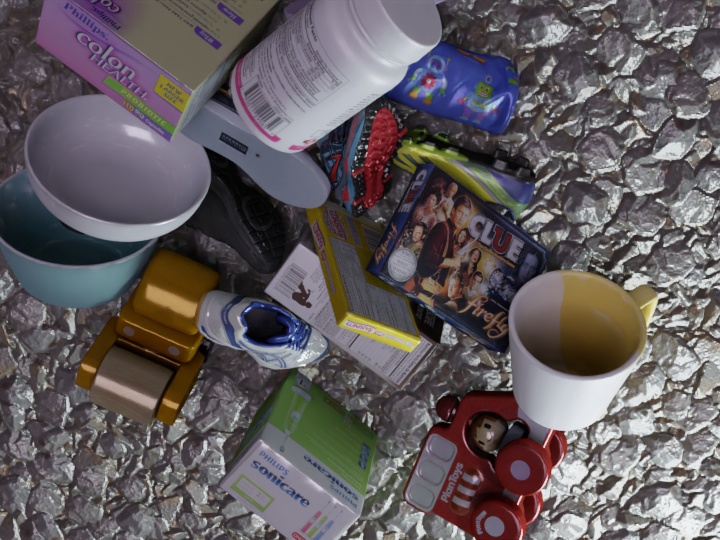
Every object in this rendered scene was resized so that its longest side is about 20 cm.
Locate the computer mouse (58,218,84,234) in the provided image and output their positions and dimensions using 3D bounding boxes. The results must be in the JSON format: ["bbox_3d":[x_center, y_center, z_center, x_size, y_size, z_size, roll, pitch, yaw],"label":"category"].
[{"bbox_3d":[-0.326,-0.117,1.161,0.058,0.201,0.034,5,140,-21],"label":"computer mouse"}]

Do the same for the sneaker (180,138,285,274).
[{"bbox_3d":[-0.163,-0.069,1.190,0.091,0.076,0.200,-45,71,28],"label":"sneaker"}]

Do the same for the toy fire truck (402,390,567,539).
[{"bbox_3d":[0.153,0.238,1.245,0.167,0.112,0.201,26,108,18],"label":"toy fire truck"}]

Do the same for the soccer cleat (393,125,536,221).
[{"bbox_3d":[0.103,-0.110,1.160,0.199,0.065,0.084,17,117,3],"label":"soccer cleat"}]

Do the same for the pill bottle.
[{"bbox_3d":[-0.025,-0.208,0.981,0.200,0.113,0.114,-28,103,37],"label":"pill bottle"}]

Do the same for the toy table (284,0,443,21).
[{"bbox_3d":[0.009,-0.333,1.050,0.199,0.184,0.118,-21,120,-17],"label":"toy table"}]

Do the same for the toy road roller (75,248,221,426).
[{"bbox_3d":[-0.237,0.068,1.186,0.122,0.200,0.146,23,128,-2],"label":"toy road roller"}]

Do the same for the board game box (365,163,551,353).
[{"bbox_3d":[0.115,-0.011,1.132,0.200,0.035,0.136,32,79,-29],"label":"board game box"}]

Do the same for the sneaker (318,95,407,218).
[{"bbox_3d":[-0.014,-0.136,1.112,0.079,0.200,0.096,-40,74,-24],"label":"sneaker"}]

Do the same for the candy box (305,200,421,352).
[{"bbox_3d":[0.000,0.000,1.122,0.102,0.201,0.026,20,124,-30],"label":"candy box"}]

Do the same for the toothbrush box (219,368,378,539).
[{"bbox_3d":[-0.068,0.227,1.212,0.145,0.200,0.086,39,107,-6],"label":"toothbrush box"}]

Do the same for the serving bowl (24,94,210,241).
[{"bbox_3d":[-0.269,-0.103,1.105,0.199,0.201,0.066,26,135,-2],"label":"serving bowl"}]

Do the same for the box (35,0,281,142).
[{"bbox_3d":[-0.208,-0.272,1.069,0.176,0.200,0.097,36,144,-5],"label":"box"}]

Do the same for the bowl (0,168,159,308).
[{"bbox_3d":[-0.334,-0.031,1.185,0.200,0.201,0.105,17,128,2],"label":"bowl"}]

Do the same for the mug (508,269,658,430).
[{"bbox_3d":[0.254,0.104,1.146,0.185,0.150,0.154,-2,140,-2],"label":"mug"}]

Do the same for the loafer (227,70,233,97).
[{"bbox_3d":[-0.052,-0.224,1.125,0.199,0.072,0.063,-4,92,-17],"label":"loafer"}]

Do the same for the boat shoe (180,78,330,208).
[{"bbox_3d":[-0.110,-0.156,1.149,0.200,0.091,0.071,33,133,-4],"label":"boat shoe"}]

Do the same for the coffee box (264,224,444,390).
[{"bbox_3d":[-0.002,0.037,1.190,0.200,0.113,0.080,36,110,-5],"label":"coffee box"}]

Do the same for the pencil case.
[{"bbox_3d":[0.080,-0.216,1.094,0.199,0.078,0.087,16,117,-17],"label":"pencil case"}]

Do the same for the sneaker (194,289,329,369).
[{"bbox_3d":[-0.098,0.078,1.181,0.088,0.199,0.076,6,81,44],"label":"sneaker"}]
